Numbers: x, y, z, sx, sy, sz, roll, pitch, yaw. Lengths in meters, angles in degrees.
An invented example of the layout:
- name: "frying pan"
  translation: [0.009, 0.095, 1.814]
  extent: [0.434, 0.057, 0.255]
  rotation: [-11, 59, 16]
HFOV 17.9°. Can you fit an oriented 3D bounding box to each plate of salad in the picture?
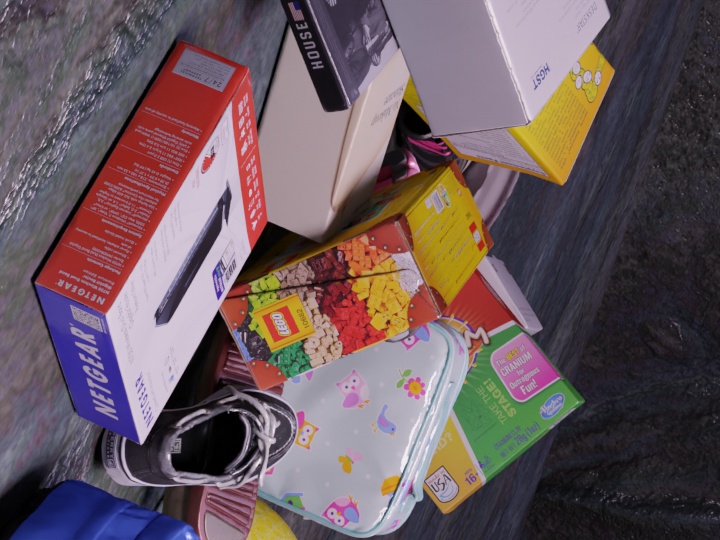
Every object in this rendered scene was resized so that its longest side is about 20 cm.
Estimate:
- name: "plate of salad"
  translation: [0.100, -0.088, 2.028]
  extent: [0.200, 0.048, 0.200]
  rotation: [-46, -149, 39]

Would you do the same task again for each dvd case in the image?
- name: "dvd case"
  translation: [0.001, -0.214, 1.444]
  extent: [0.200, 0.025, 0.151]
  rotation: [-54, 130, -48]

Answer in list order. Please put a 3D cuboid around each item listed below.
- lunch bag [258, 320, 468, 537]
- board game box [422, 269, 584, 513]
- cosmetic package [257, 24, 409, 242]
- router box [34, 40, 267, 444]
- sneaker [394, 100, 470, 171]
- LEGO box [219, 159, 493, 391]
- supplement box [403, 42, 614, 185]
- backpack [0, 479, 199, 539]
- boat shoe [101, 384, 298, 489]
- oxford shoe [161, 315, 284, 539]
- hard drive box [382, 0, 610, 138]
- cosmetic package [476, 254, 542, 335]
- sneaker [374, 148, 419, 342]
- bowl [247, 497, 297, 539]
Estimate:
- name: "lunch bag"
  translation: [-0.005, 0.118, 1.892]
  extent: [0.077, 0.160, 0.201]
  rotation: [14, 98, -78]
- name: "board game box"
  translation: [0.069, 0.082, 1.941]
  extent: [0.153, 0.200, 0.040]
  rotation: [-41, 170, 8]
- name: "cosmetic package"
  translation: [-0.013, -0.133, 1.597]
  extent: [0.104, 0.073, 0.200]
  rotation: [-43, 152, -61]
- name: "router box"
  translation: [-0.122, -0.013, 1.394]
  extent: [0.200, 0.049, 0.180]
  rotation: [88, 28, -65]
- name: "sneaker"
  translation: [0.056, -0.131, 1.915]
  extent: [0.088, 0.074, 0.200]
  rotation: [-55, 162, -32]
- name: "LEGO box"
  translation: [0.000, 0.000, 1.671]
  extent: [0.077, 0.149, 0.200]
  rotation: [64, 20, -8]
- name: "supplement box"
  translation: [0.099, -0.166, 1.776]
  extent: [0.200, 0.109, 0.110]
  rotation: [42, 70, -54]
- name: "backpack"
  translation: [-0.164, 0.239, 1.414]
  extent: [0.163, 0.167, 0.201]
  rotation: [-58, 163, -64]
- name: "boat shoe"
  translation: [-0.092, 0.116, 1.585]
  extent: [0.199, 0.068, 0.074]
  rotation: [7, 85, -57]
- name: "oxford shoe"
  translation: [-0.111, 0.109, 1.684]
  extent: [0.070, 0.075, 0.201]
  rotation: [27, 71, -41]
- name: "hard drive box"
  translation: [0.075, -0.211, 1.467]
  extent: [0.156, 0.077, 0.200]
  rotation: [-51, 127, -48]
- name: "cosmetic package"
  translation: [0.054, 0.069, 2.023]
  extent: [0.200, 0.081, 0.113]
  rotation: [-31, 172, 11]
- name: "sneaker"
  translation: [0.040, -0.007, 1.851]
  extent: [0.095, 0.079, 0.200]
  rotation: [56, 24, -37]
- name: "bowl"
  translation: [-0.096, 0.302, 1.966]
  extent: [0.200, 0.107, 0.200]
  rotation: [-61, 168, -24]
